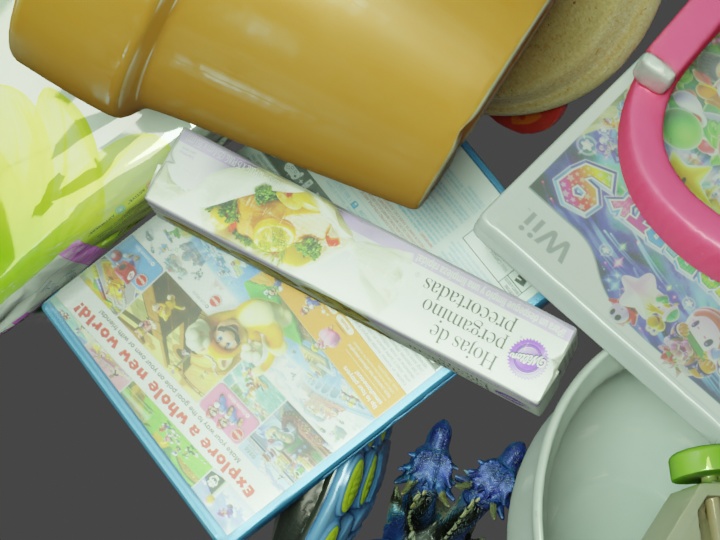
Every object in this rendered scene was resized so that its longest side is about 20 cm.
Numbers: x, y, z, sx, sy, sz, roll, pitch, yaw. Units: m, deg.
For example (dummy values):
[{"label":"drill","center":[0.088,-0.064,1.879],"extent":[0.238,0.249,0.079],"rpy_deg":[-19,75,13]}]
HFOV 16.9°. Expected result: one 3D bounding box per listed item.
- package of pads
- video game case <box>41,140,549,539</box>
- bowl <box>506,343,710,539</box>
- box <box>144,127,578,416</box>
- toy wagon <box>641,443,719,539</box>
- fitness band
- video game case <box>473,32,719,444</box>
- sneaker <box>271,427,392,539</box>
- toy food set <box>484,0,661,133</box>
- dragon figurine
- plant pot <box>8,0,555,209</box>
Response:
[{"label":"package of pads","center":[-0.167,-0.071,1.165],"extent":[0.200,0.068,0.155],"rpy_deg":[-41,83,7]},{"label":"video game case","center":[-0.025,0.011,1.103],"extent":[0.200,0.018,0.143],"rpy_deg":[-38,79,-1]},{"label":"bowl","center":[0.137,0.129,1.080],"extent":[0.201,0.090,0.201],"rpy_deg":[11,67,-28]},{"label":"box","center":[0.000,0.000,1.072],"extent":[0.200,0.041,0.039],"rpy_deg":[28,84,9]},{"label":"toy wagon","center":[0.161,0.150,1.009],"extent":[0.200,0.040,0.155],"rpy_deg":[3,71,-31]},{"label":"fitness band","center":[0.203,-0.075,1.076],"extent":[0.144,0.037,0.200],"rpy_deg":[40,64,8]},{"label":"video game case","center":[0.164,-0.034,1.080],"extent":[0.143,0.018,0.200],"rpy_deg":[42,61,7]},{"label":"sneaker","center":[-0.028,0.043,1.143],"extent":[0.083,0.071,0.200],"rpy_deg":[-2,83,12]},{"label":"toy food set","center":[0.057,-0.162,1.106],"extent":[0.200,0.049,0.198],"rpy_deg":[-29,90,37]},{"label":"dragon figurine","center":[0.010,0.153,1.115],"extent":[0.059,0.099,0.200],"rpy_deg":[32,94,9]},{"label":"plant pot","center":[-0.018,-0.127,1.033],"extent":[0.183,0.200,0.200],"rpy_deg":[32,94,2]}]
